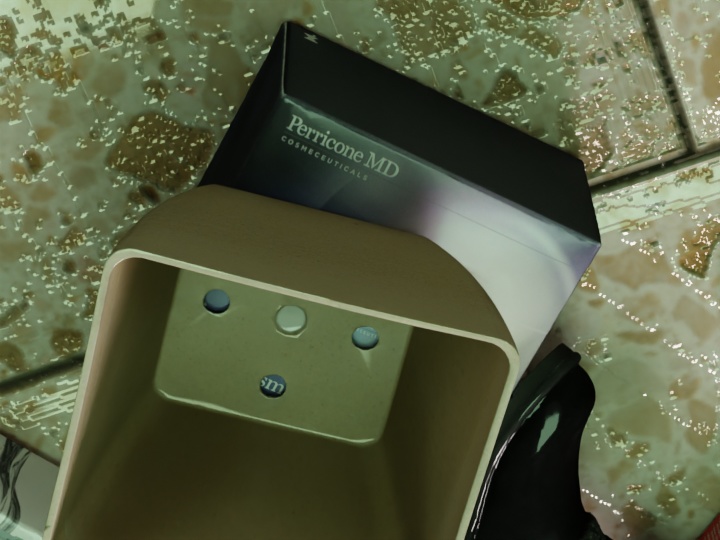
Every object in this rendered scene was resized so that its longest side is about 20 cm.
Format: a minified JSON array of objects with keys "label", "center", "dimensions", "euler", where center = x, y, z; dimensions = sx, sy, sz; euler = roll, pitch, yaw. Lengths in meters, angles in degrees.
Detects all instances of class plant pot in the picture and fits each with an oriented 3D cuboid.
[{"label":"plant pot","center":[-0.040,0.064,1.277],"dimensions":[0.199,0.177,0.200],"euler":[14,114,-4]}]

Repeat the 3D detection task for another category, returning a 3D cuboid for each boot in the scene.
[{"label":"boot","center":[0.137,0.158,1.487],"dimensions":[0.158,0.079,0.211],"euler":[29,125,14]}]

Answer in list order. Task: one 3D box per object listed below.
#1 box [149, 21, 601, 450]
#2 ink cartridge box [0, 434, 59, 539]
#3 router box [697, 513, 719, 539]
[{"label":"box","center":[0.000,0.000,1.413],"dimensions":[0.200,0.123,0.199],"euler":[24,112,-12]},{"label":"ink cartridge box","center":[-0.258,0.169,1.512],"dimensions":[0.200,0.084,0.146],"euler":[31,113,-14]},{"label":"router box","center":[0.271,0.254,1.577],"dimensions":[0.200,0.049,0.180],"euler":[30,112,-14]}]
